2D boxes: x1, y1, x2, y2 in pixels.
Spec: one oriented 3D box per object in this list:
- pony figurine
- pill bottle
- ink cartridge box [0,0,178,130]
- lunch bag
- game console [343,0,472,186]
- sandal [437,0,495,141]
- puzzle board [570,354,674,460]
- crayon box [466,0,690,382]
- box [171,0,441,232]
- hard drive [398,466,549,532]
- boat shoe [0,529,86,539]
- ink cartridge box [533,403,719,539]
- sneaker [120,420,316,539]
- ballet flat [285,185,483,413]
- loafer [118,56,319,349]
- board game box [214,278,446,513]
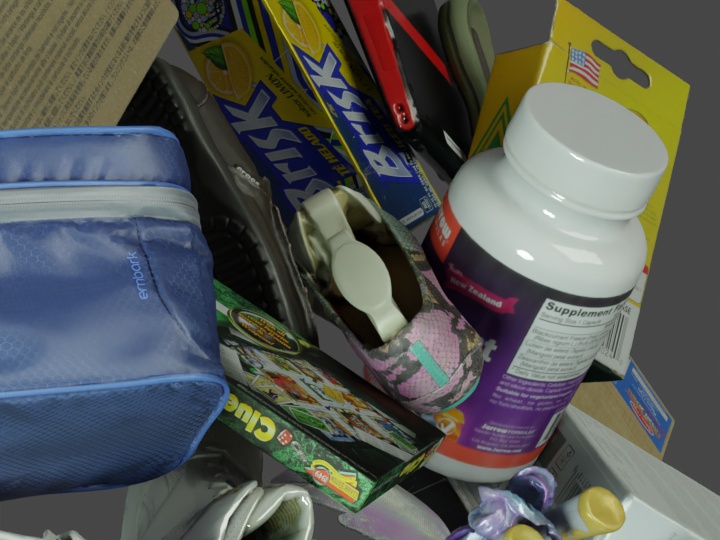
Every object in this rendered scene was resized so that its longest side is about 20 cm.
[{"bbox_3d":[0.050,0.169,1.066,0.193,0.200,0.167,32,49,-16],"label":"pony figurine"},{"bbox_3d":[0.084,0.005,1.154,0.111,0.200,0.112,19,30,-11],"label":"pill bottle"},{"bbox_3d":[-0.188,-0.114,1.019,0.165,0.075,0.200,47,36,-20],"label":"ink cartridge box"},{"bbox_3d":[-0.162,0.014,0.870,0.199,0.136,0.133,-4,67,-23],"label":"lunch bag"},{"bbox_3d":[0.026,-0.134,1.317,0.200,0.031,0.177,36,36,-68],"label":"game console"},{"bbox_3d":[0.103,-0.086,1.370,0.080,0.057,0.202,16,55,-75],"label":"sandal"},{"bbox_3d":[0.129,0.059,1.385,0.200,0.017,0.151,55,29,-13],"label":"puzzle board"},{"bbox_3d":[0.124,-0.048,1.310,0.127,0.051,0.201,30,67,-33],"label":"crayon box"},{"bbox_3d":[-0.036,-0.100,1.232,0.200,0.064,0.070,61,32,-1],"label":"box"},{"bbox_3d":[0.102,0.158,1.259,0.200,0.038,0.140,59,32,-4],"label":"hard drive"},{"bbox_3d":[-0.118,0.135,0.836,0.199,0.070,0.071,16,40,3],"label":"boat shoe"},{"bbox_3d":[0.189,0.158,1.197,0.200,0.050,0.162,35,8,-17],"label":"ink cartridge box"},{"bbox_3d":[-0.056,0.118,0.995,0.074,0.115,0.200,45,34,-21],"label":"sneaker"},{"bbox_3d":[0.000,0.000,1.110,0.071,0.069,0.200,55,-2,-35],"label":"ballet flat"},{"bbox_3d":[-0.065,-0.021,1.123,0.071,0.073,0.201,-7,73,-57],"label":"loafer"},{"bbox_3d":[-0.061,0.040,1.024,0.200,0.024,0.105,33,20,14],"label":"board game box"}]
